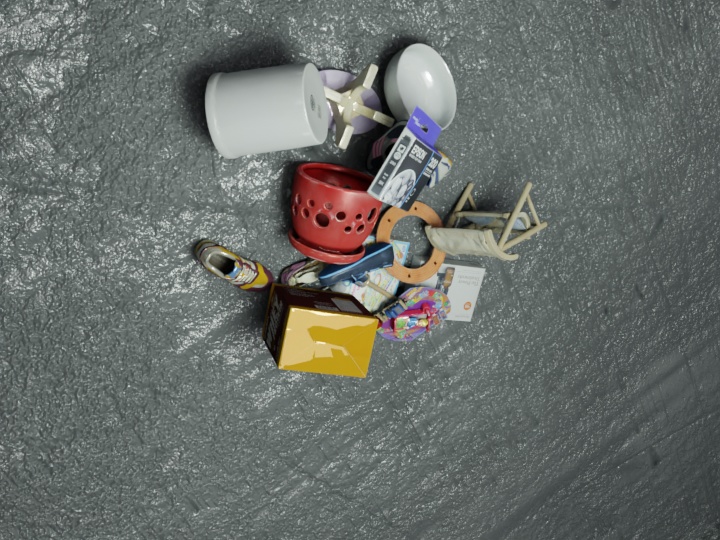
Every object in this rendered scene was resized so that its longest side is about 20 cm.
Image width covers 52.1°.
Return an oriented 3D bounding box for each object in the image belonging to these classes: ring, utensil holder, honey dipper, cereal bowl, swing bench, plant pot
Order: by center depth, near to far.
[{"bbox_3d":[-0.181,-0.317,1.452,0.199,0.170,0.171,-5,116,15],"label":"utensil holder"},{"bbox_3d":[-0.062,-0.123,1.616,0.199,0.200,0.183,6,111,-27],"label":"plant pot"},{"bbox_3d":[0.122,-0.398,1.644,0.199,0.083,0.201,9,78,-44],"label":"cereal bowl"},{"bbox_3d":[0.300,-0.105,1.762,0.200,0.198,0.130,-45,122,-27],"label":"swing bench"},{"bbox_3d":[0.050,0.050,1.786,0.200,0.038,0.038,32,93,-33],"label":"honey dipper"},{"bbox_3d":[0.123,-0.069,1.788,0.200,0.019,0.202,1,88,-29],"label":"ring"}]

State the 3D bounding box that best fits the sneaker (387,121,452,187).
[{"bbox_3d":[0.129,-0.268,1.722,0.200,0.075,0.088,35,92,-30],"label":"sneaker"}]

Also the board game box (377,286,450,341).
[{"bbox_3d":[0.132,0.123,1.832,0.200,0.039,0.158,-39,132,22],"label":"board game box"}]

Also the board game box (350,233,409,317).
[{"bbox_3d":[0.032,0.012,1.805,0.134,0.034,0.201,8,105,-28],"label":"board game box"}]

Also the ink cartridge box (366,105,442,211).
[{"bbox_3d":[0.109,-0.227,1.543,0.201,0.043,0.198,-60,160,9],"label":"ink cartridge box"}]

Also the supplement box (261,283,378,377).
[{"bbox_3d":[-0.094,0.128,1.612,0.196,0.200,0.133,9,101,-19],"label":"supplement box"}]

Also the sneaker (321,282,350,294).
[{"bbox_3d":[-0.119,0.081,1.734,0.140,0.078,0.201,28,95,-32],"label":"sneaker"}]

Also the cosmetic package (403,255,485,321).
[{"bbox_3d":[0.211,0.048,1.895,0.199,0.052,0.152,6,109,-27],"label":"cosmetic package"}]

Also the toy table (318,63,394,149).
[{"bbox_3d":[-0.023,-0.360,1.592,0.199,0.117,0.185,6,106,-26],"label":"toy table"}]

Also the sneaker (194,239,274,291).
[{"bbox_3d":[-0.272,0.003,1.624,0.199,0.090,0.075,26,96,-30],"label":"sneaker"}]

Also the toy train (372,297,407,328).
[{"bbox_3d":[0.033,0.124,1.793,0.200,0.046,0.034,-34,112,23],"label":"toy train"}]

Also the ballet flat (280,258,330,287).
[{"bbox_3d":[-0.090,-0.008,1.718,0.199,0.071,0.069,-26,120,-15],"label":"ballet flat"}]

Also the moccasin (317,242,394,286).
[{"bbox_3d":[0.000,0.000,1.677,0.199,0.080,0.069,-23,112,-21],"label":"moccasin"}]

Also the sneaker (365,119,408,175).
[{"bbox_3d":[0.057,-0.252,1.629,0.070,0.200,0.082,25,59,-12],"label":"sneaker"}]
